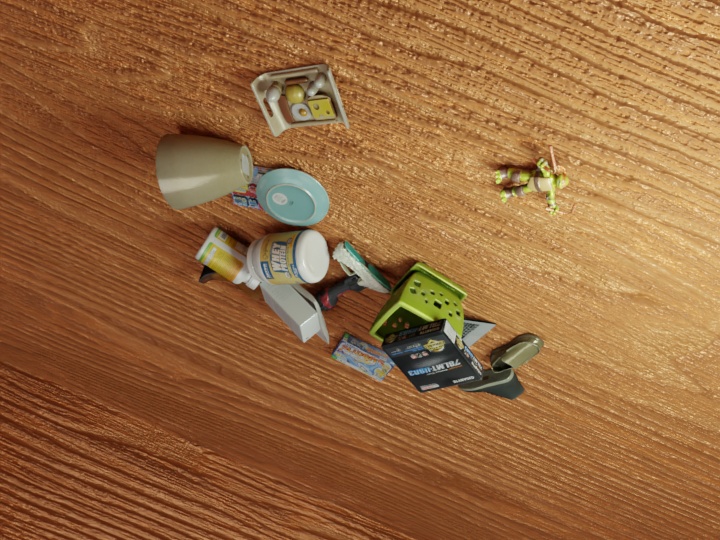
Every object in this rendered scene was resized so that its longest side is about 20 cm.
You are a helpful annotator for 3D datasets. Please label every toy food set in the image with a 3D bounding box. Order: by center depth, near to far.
[{"bbox_3d":[-0.131,-0.367,1.348,0.197,0.061,0.145,2,137,26],"label":"toy food set"}]

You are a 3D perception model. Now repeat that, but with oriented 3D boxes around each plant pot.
[{"bbox_3d":[-0.376,-0.254,1.527,0.196,0.189,0.189,-3,137,10],"label":"plant pot"},{"bbox_3d":[0.165,0.107,1.654,0.197,0.183,0.200,30,142,-7],"label":"plant pot"}]

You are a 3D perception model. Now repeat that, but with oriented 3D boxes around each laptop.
[{"bbox_3d":[0.269,0.233,1.731,0.197,0.117,0.188,10,142,-27],"label":"laptop"}]

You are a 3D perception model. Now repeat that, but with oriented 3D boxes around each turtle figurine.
[{"bbox_3d":[0.371,-0.195,1.294,0.159,0.065,0.201,3,147,34],"label":"turtle figurine"}]

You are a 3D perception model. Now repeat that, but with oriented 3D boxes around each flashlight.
[{"bbox_3d":[-0.053,0.062,1.810,0.199,0.068,0.069,-27,95,39],"label":"flashlight"}]

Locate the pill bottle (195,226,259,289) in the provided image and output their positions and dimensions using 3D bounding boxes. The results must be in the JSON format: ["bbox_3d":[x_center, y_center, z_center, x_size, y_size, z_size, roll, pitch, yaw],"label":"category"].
[{"bbox_3d":[-0.381,-0.031,1.824,0.199,0.112,0.111,34,141,-14],"label":"pill bottle"}]

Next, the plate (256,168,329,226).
[{"bbox_3d":[-0.179,-0.181,1.595,0.196,0.026,0.202,7,141,6],"label":"plate"}]

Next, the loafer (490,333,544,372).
[{"bbox_3d":[0.451,0.247,1.767,0.075,0.068,0.200,32,141,-12],"label":"loafer"}]

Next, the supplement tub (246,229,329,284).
[{"bbox_3d":[-0.202,-0.034,1.703,0.197,0.146,0.146,-4,135,29],"label":"supplement tub"}]

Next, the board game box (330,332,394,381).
[{"bbox_3d":[0.010,0.295,2.070,0.198,0.035,0.136,26,142,-4],"label":"board game box"}]

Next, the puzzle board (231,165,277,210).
[{"bbox_3d":[-0.265,-0.215,1.628,0.197,0.018,0.152,11,140,14],"label":"puzzle board"}]

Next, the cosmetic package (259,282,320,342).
[{"bbox_3d":[-0.211,0.108,1.832,0.200,0.071,0.102,43,158,26],"label":"cosmetic package"}]

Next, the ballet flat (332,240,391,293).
[{"bbox_3d":[0.000,0.000,1.699,0.200,0.072,0.071,45,138,-14],"label":"ballet flat"}]

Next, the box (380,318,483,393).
[{"bbox_3d":[0.186,0.226,1.586,0.198,0.050,0.199,-19,121,35],"label":"box"}]

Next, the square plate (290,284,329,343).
[{"bbox_3d":[-0.170,0.111,1.891,0.199,0.028,0.200,36,153,37],"label":"square plate"}]

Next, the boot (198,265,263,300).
[{"bbox_3d":[-0.408,0.034,1.974,0.199,0.069,0.188,33,134,-25],"label":"boot"}]

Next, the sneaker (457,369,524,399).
[{"bbox_3d":[0.410,0.370,1.924,0.198,0.075,0.107,-17,125,38],"label":"sneaker"}]
